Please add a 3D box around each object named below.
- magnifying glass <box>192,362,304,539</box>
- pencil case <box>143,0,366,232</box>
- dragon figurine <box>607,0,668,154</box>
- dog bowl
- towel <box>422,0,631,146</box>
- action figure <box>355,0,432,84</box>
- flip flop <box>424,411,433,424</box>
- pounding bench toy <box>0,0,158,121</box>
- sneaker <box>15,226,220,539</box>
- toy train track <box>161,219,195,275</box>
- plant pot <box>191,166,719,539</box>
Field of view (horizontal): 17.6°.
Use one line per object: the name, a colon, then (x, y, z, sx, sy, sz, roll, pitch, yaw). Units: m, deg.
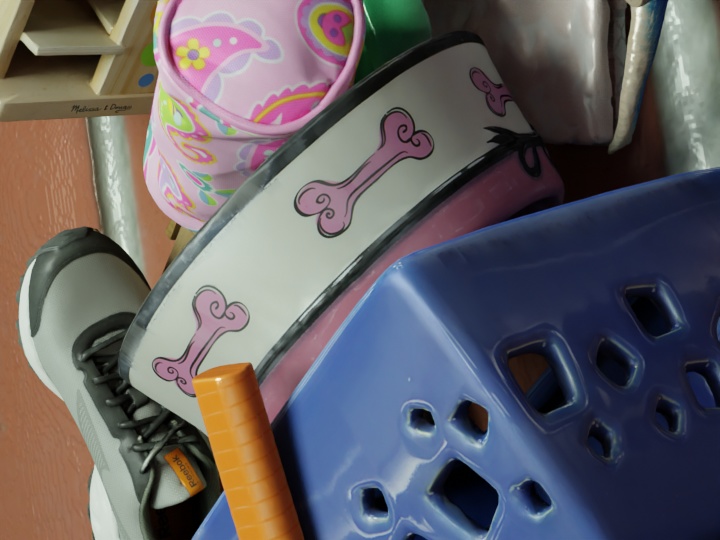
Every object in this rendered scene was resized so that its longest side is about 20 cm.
magnifying glass: (-0.022, 0.131, 0.846, 0.080, 0.022, 0.200, -9, 102, 46)
pencil case: (-0.048, -0.073, 0.955, 0.200, 0.087, 0.087, 114, 142, -76)
dragon figurine: (0.117, -0.149, 0.904, 0.059, 0.099, 0.200, 7, 120, 48)
dog bowl: (0.000, 0.000, 0.935, 0.074, 0.200, 0.200, 46, 131, 11)
towel: (0.045, -0.151, 1.015, 0.200, 0.032, 0.191, 8, 102, 50)
action figure: (-0.019, -0.164, 1.020, 0.118, 0.055, 0.200, -44, 66, 57)
flip flop: (-0.032, 0.081, 1.119, 0.200, 0.058, 0.081, 12, 101, 51)
pounding bench toy: (-0.160, -0.172, 1.129, 0.124, 0.200, 0.156, 55, 134, 31)
sneaker: (-0.109, 0.071, 1.156, 0.079, 0.074, 0.200, 14, 126, 58)
toy train track: (-0.052, -0.063, 1.150, 0.115, 0.033, 0.200, 49, 125, 44)
plant pot: (0.084, 0.101, 0.880, 0.180, 0.200, 0.200, 55, 134, 21)
